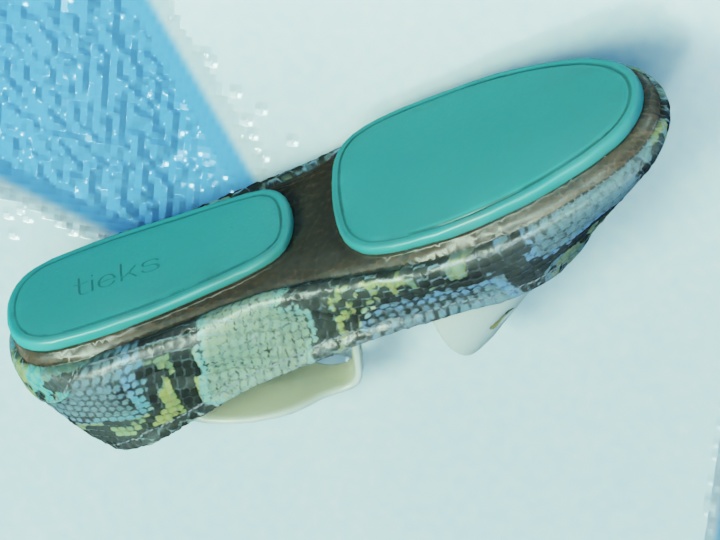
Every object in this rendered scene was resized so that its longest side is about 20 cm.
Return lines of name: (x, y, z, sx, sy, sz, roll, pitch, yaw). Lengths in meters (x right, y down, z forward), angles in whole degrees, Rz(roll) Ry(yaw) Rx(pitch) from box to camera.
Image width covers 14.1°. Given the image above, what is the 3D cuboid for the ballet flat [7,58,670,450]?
ballet flat: (0.000, 0.000, 0.809, 0.199, 0.074, 0.075, -17, 105, 18)
